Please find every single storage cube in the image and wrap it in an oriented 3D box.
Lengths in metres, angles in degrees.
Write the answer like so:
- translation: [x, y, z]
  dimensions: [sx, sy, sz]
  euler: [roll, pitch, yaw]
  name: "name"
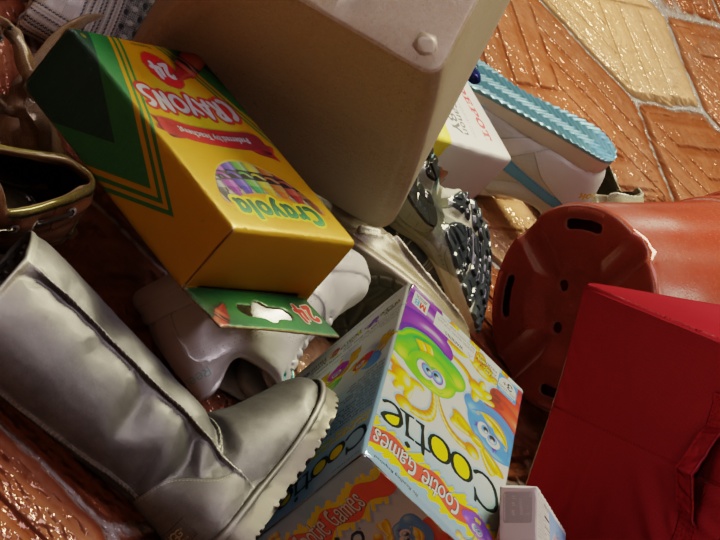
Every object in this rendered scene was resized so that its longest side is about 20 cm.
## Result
- translation: [0.235, 0.119, 1.775]
  dimensions: [0.200, 0.171, 0.180]
  euler: [8, 11, -41]
  name: "storage cube"

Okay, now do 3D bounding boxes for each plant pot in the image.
- translation: [-0.004, -0.176, 1.689]
  dimensions: [0.200, 0.177, 0.200]
  euler: [30, 71, -6]
  name: "plant pot"
- translation: [0.210, 0.033, 1.958]
  dimensions: [0.195, 0.201, 0.201]
  euler: [5, 49, -46]
  name: "plant pot"

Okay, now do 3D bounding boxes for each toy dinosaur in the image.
- translation: [-0.200, -0.098, 1.631]
  dimensions: [0.101, 0.058, 0.200]
  euler: [48, 28, -40]
  name: "toy dinosaur"

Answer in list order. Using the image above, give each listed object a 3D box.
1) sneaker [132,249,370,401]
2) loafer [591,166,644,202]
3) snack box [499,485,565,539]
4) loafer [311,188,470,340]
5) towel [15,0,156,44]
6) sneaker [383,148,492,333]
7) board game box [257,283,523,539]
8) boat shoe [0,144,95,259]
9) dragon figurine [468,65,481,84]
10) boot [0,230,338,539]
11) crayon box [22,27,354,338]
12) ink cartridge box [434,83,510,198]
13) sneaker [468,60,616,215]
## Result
- translation: [-0.056, 0.039, 1.653]
  dimensions: [0.200, 0.075, 0.089]
  euler: [-10, 74, -54]
  name: "sneaker"
- translation: [0.196, -0.031, 2.150]
  dimensions: [0.200, 0.068, 0.076]
  euler: [55, 25, 11]
  name: "loafer"
- translation: [0.102, 0.175, 1.618]
  dimensions: [0.200, 0.024, 0.072]
  euler: [56, 34, -74]
  name: "snack box"
- translation: [0.000, 0.000, 1.774]
  dimensions: [0.200, 0.076, 0.067]
  euler: [44, 31, -12]
  name: "loafer"
- translation: [-0.101, -0.195, 1.780]
  dimensions: [0.192, 0.035, 0.200]
  euler: [30, 69, -21]
  name: "towel"
- translation: [0.027, -0.027, 1.858]
  dimensions: [0.200, 0.086, 0.078]
  euler: [58, 34, -44]
  name: "sneaker"
- translation: [0.016, 0.115, 1.601]
  dimensions: [0.103, 0.105, 0.200]
  euler: [44, 26, -14]
  name: "board game box"
- translation: [-0.224, -0.046, 1.476]
  dimensions: [0.200, 0.068, 0.072]
  euler: [0, 56, -57]
  name: "boat shoe"
- translation: [0.024, -0.207, 1.881]
  dimensions: [0.099, 0.059, 0.200]
  euler: [-111, 175, -71]
  name: "dragon figurine"
- translation: [-0.118, 0.057, 1.505]
  dimensions: [0.200, 0.073, 0.182]
  euler: [41, 33, -5]
  name: "boot"
- translation: [-0.088, -0.049, 1.577]
  dimensions: [0.200, 0.051, 0.127]
  euler: [50, 22, 24]
  name: "crayon box"
- translation: [-0.007, -0.123, 1.928]
  dimensions: [0.200, 0.083, 0.145]
  euler: [15, 40, -50]
  name: "ink cartridge box"
- translation: [0.089, -0.106, 2.081]
  dimensions: [0.200, 0.081, 0.077]
  euler: [32, 25, 10]
  name: "sneaker"
